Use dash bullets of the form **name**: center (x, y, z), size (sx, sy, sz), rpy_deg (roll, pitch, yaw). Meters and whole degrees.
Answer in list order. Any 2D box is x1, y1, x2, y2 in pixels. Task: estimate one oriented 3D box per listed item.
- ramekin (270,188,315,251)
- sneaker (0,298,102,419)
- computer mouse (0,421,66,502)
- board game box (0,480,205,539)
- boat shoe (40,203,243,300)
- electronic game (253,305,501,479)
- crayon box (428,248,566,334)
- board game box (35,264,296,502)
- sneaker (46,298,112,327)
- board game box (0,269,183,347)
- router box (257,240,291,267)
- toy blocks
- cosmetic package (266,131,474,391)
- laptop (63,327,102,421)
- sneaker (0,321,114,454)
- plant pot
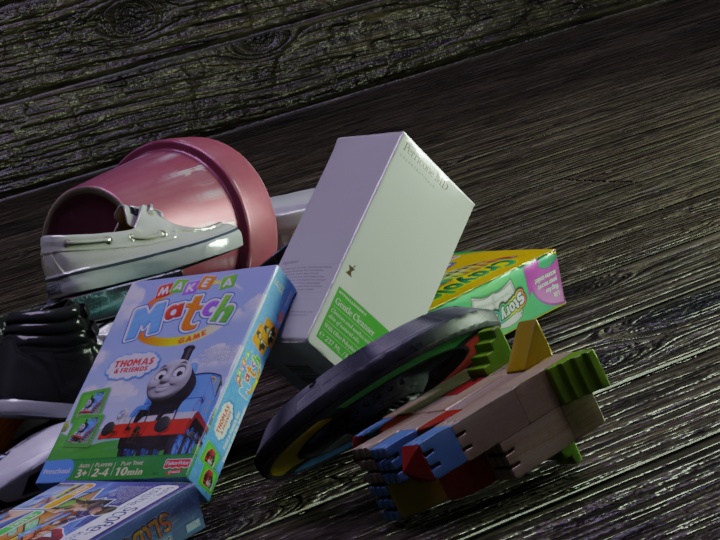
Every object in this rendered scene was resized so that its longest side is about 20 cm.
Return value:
- **ramekin**: center (-0.055, -0.029, 2.080), size (0.200, 0.095, 0.202), rpy_deg (-11, 7, 1)
- **sneaker**: center (-0.215, 0.075, 1.642), size (0.199, 0.100, 0.070), rpy_deg (7, -9, -40)
- **computer mouse**: center (-0.274, 0.154, 1.578), size (0.198, 0.044, 0.110), rpy_deg (-16, 10, -11)
- **board game box**: center (-0.219, 0.194, 1.327), size (0.134, 0.035, 0.199), rpy_deg (-4, 15, 39)
- **boat shoe**: center (-0.197, -0.028, 1.780), size (0.198, 0.071, 0.071), rpy_deg (-15, -1, -30)
- **electronic game**: center (0.013, 0.087, 1.382), size (0.199, 0.042, 0.200), rpy_deg (-31, -14, -8)
- **crayon box**: center (0.052, 0.035, 1.737), size (0.172, 0.059, 0.199), rpy_deg (-3, 15, 44)
- **board game box**: center (-0.147, 0.088, 1.513), size (0.150, 0.037, 0.201), rpy_deg (-7, 45, 34)
- **sneaker**: center (-0.303, 0.030, 2.169), size (0.078, 0.080, 0.200), rpy_deg (-9, 13, 19)
- **board game box**: center (-0.261, 0.041, 1.762), size (0.198, 0.028, 0.135), rpy_deg (-15, 0, -17)
- **router box**: center (-0.015, -0.013, 1.826), size (0.149, 0.051, 0.200), rpy_deg (-38, -10, 12)
- **toy blocks**: center (0.060, 0.111, 1.285), size (0.136, 0.101, 0.200), rpy_deg (-28, 5, -24)
- **cosmetic package**: center (0.000, 0.000, 1.593), size (0.084, 0.107, 0.201), rpy_deg (-2, 56, 47)
- **laptop**: center (-0.219, 0.112, 1.822), size (0.186, 0.117, 0.200), rpy_deg (-17, -18, -19)
- **sneaker**: center (-0.260, 0.082, 1.717), size (0.199, 0.076, 0.092), rpy_deg (-29, 39, -32)
- **plant pot**: center (-0.209, -0.028, 1.950), size (0.198, 0.202, 0.178), rpy_deg (-7, 3, 32)
